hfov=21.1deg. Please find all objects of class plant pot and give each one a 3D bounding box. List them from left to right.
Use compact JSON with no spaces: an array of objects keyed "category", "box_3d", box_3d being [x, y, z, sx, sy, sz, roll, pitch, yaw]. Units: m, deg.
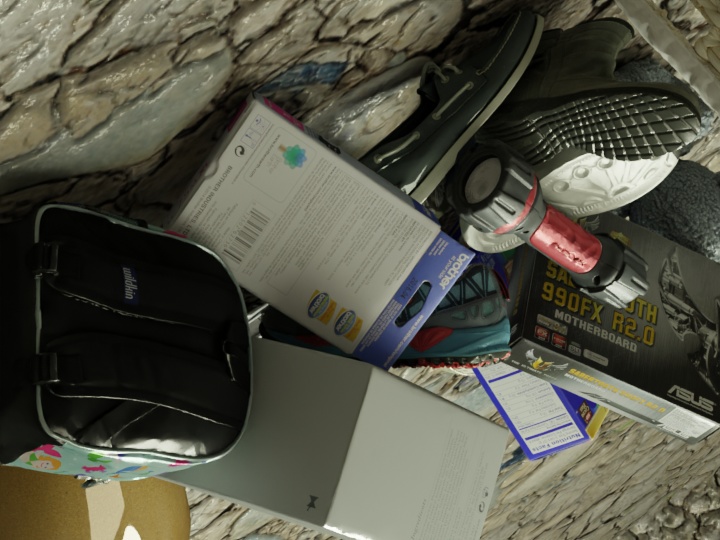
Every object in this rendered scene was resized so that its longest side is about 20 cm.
[{"category":"plant pot","box_3d":[-0.223,0.137,1.488,0.185,0.186,0.201,-25,143,-26]}]

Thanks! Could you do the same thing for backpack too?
[{"category":"backpack","box_3d":[-0.173,0.057,1.320,0.199,0.180,0.150,10,159,-40]}]

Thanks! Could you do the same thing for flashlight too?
[{"category":"flashlight","box_3d":[0.154,-0.030,1.513,0.068,0.068,0.199,-30,135,33]}]

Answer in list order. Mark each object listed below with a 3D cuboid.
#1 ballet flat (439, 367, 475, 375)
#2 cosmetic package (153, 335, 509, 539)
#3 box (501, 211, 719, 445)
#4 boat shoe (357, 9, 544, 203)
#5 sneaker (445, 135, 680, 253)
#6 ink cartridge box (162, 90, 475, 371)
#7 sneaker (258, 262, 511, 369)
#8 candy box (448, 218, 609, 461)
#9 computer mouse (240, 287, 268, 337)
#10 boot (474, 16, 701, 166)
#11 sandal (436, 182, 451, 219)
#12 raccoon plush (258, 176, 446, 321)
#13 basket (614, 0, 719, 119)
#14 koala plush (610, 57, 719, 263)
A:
[{"category":"ballet flat","box_3d":[0.075,0.058,1.710,0.199,0.062,0.068,27,102,-42]},{"category":"cosmetic package","box_3d":[-0.030,0.132,1.446,0.199,0.198,0.124,26,78,-52]},{"category":"box","box_3d":[0.220,0.037,1.631,0.048,0.198,0.160,-45,-154,53]},{"category":"boat shoe","box_3d":[0.069,-0.132,1.492,0.201,0.062,0.073,-53,-172,-10]},{"category":"sneaker","box_3d":[0.158,-0.112,1.587,0.199,0.148,0.081,-26,136,21]},{"category":"ink cartridge box","box_3d":[-0.030,-0.025,1.393,0.120,0.199,0.042,-54,-166,11]},{"category":"sneaker","box_3d":[0.020,0.028,1.506,0.197,0.097,0.079,0,172,8]},{"category":"candy box","box_3d":[0.156,0.036,1.710,0.077,0.201,0.169,-20,-160,37]},{"category":"computer mouse","box_3d":[-0.091,0.048,1.672,0.109,0.044,0.201,-26,152,-39]},{"category":"boot","box_3d":[0.186,-0.151,1.494,0.068,0.198,0.131,53,50,-34]},{"category":"sandal","box_3d":[0.037,-0.017,1.709,0.079,0.058,0.201,-13,150,-46]},{"category":"raccoon plush","box_3d":[0.000,0.000,1.623,0.133,0.201,0.097,-5,134,28]},{"category":"basket","box_3d":[0.322,-0.230,1.510,0.199,0.199,0.161,-5,141,-53]},{"category":"koala plush","box_3d":[0.267,-0.074,1.752,0.177,0.201,0.184,-38,160,7]}]
